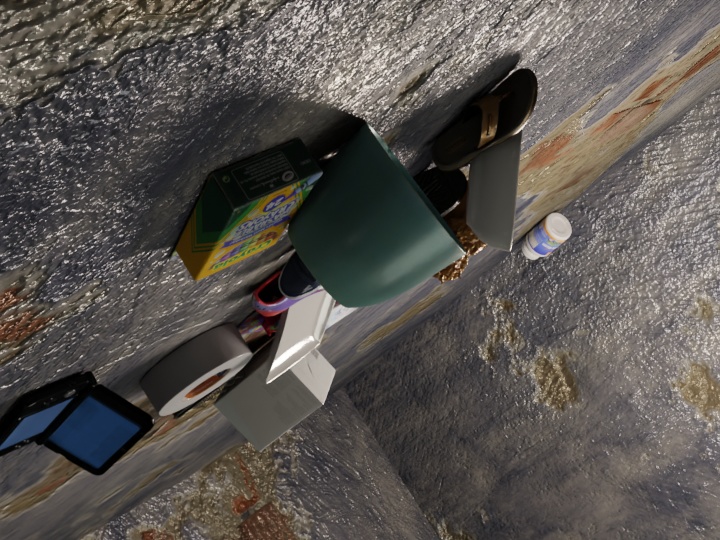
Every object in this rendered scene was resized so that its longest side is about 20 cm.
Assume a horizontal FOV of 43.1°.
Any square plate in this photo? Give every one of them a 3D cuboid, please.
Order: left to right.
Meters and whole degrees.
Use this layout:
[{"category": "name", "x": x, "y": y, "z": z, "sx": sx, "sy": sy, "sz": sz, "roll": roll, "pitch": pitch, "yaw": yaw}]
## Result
[{"category": "square plate", "x": -0.108, "y": 0.093, "z": 1.715, "sx": 0.200, "sy": 0.028, "sz": 0.200, "roll": -34, "pitch": 149, "yaw": -55}]

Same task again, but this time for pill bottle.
[{"category": "pill bottle", "x": 0.683, "y": -0.120, "z": 3.378, "sx": 0.111, "sy": 0.113, "sz": 0.200, "roll": -28, "pitch": 168, "yaw": -33}]

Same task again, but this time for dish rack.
[{"category": "dish rack", "x": -0.309, "y": 0.237, "z": 1.895, "sx": 0.153, "sy": 0.055, "sz": 0.200, "roll": -35, "pitch": 171, "yaw": 7}]

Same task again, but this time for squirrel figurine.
[{"category": "squirrel figurine", "x": 0.166, "y": -0.077, "z": 1.718, "sx": 0.185, "sy": 0.142, "sz": 0.201, "roll": -19, "pitch": -148, "yaw": 33}]

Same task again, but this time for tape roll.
[{"category": "tape roll", "x": -0.292, "y": 0.179, "z": 1.635, "sx": 0.199, "sy": 0.067, "sz": 0.200, "roll": -34, "pitch": 170, "yaw": -7}]

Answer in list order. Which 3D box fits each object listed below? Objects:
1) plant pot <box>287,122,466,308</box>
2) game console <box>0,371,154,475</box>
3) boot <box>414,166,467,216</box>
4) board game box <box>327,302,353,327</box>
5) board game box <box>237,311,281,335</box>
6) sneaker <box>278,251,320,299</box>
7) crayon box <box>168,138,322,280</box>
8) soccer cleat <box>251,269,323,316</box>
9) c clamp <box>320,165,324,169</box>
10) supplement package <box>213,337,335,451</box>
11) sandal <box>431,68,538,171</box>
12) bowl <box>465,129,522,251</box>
[{"category": "plant pot", "x": 0.008, "y": -0.051, "z": 1.120, "sx": 0.160, "sy": 0.201, "sz": 0.200, "roll": -39, "pitch": 170, "yaw": 8}, {"category": "game console", "x": -0.434, "y": 0.249, "z": 1.337, "sx": 0.200, "sy": 0.117, "sz": 0.175, "roll": -42, "pitch": 168, "yaw": 35}, {"category": "boot", "x": 0.114, "y": -0.108, "z": 1.594, "sx": 0.210, "sy": 0.080, "sz": 0.157, "roll": -34, "pitch": 169, "yaw": 23}, {"category": "board game box", "x": -0.024, "y": 0.057, "z": 2.027, "sx": 0.198, "sy": 0.044, "sz": 0.200, "roll": -34, "pitch": 171, "yaw": -10}, {"category": "board game box", "x": -0.155, "y": 0.092, "z": 1.755, "sx": 0.157, "sy": 0.039, "sz": 0.200, "roll": -38, "pitch": 169, "yaw": 17}, {"category": "sneaker", "x": -0.051, "y": -0.036, "z": 1.398, "sx": 0.200, "sy": 0.070, "sz": 0.109, "roll": -42, "pitch": 176, "yaw": -3}, {"category": "crayon box", "x": -0.137, "y": -0.060, "z": 1.055, "sx": 0.125, "sy": 0.052, "sz": 0.200, "roll": -28, "pitch": 169, "yaw": -35}, {"category": "soccer cleat", "x": -0.092, "y": 0.009, "z": 1.516, "sx": 0.198, "sy": 0.067, "sz": 0.077, "roll": -31, "pitch": 166, "yaw": -6}, {"category": "c clamp", "x": -0.058, "y": -0.093, "z": 1.230, "sx": 0.171, "sy": 0.027, "sz": 0.199, "roll": -44, "pitch": 166, "yaw": 36}, {"category": "supplement package", "x": -0.185, "y": 0.255, "z": 1.993, "sx": 0.199, "sy": 0.152, "sz": 0.151, "roll": -38, "pitch": -168, "yaw": 22}, {"category": "sandal", "x": 0.175, "y": -0.220, "z": 1.333, "sx": 0.199, "sy": 0.083, "sz": 0.054, "roll": -32, "pitch": 151, "yaw": 29}, {"category": "bowl", "x": 0.208, "y": -0.145, "z": 1.445, "sx": 0.073, "sy": 0.203, "sz": 0.200, "roll": 5, "pitch": -163, "yaw": 6}]
